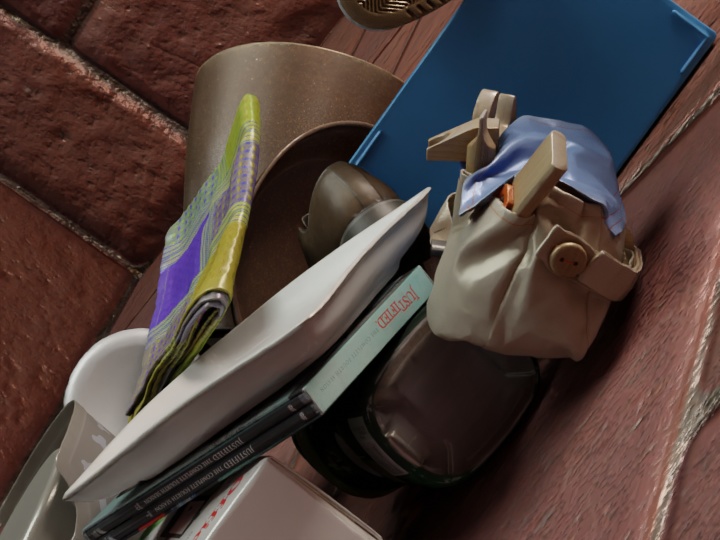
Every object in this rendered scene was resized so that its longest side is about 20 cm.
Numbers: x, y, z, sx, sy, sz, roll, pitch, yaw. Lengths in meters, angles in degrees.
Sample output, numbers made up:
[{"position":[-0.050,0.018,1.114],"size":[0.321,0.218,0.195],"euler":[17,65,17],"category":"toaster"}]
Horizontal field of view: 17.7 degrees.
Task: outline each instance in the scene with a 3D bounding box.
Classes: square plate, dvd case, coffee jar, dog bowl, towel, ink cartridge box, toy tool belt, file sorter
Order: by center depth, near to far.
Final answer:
[{"position":[0.094,-0.042,1.251],"size":[0.200,0.124,0.124],"euler":[-86,3,-68],"category":"toy tool belt"},{"position":[-0.055,0.045,1.293],"size":[0.200,0.028,0.198],"euler":[-36,5,30],"category":"square plate"},{"position":[-0.057,0.079,1.295],"size":[0.200,0.022,0.146],"euler":[-33,8,39],"category":"dvd case"},{"position":[-0.083,0.184,1.295],"size":[0.146,0.084,0.200],"euler":[-54,9,-14],"category":"ink cartridge box"},{"position":[0.026,0.078,1.348],"size":[0.104,0.085,0.200],"euler":[-49,7,-16],"category":"coffee jar"},{"position":[-0.197,0.181,1.408],"size":[0.201,0.058,0.200],"euler":[-59,10,17],"category":"dog bowl"},{"position":[0.106,-0.116,1.473],"size":[0.200,0.138,0.123],"euler":[-54,6,11],"category":"file sorter"},{"position":[-0.105,-0.005,1.484],"size":[0.201,0.023,0.144],"euler":[-82,19,-45],"category":"towel"}]

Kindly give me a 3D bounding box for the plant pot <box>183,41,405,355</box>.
[{"position":[-0.053,-0.027,1.640],"size":[0.187,0.186,0.201],"euler":[-40,31,60],"category":"plant pot"}]

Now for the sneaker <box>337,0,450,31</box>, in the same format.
[{"position":[0.052,-0.215,1.430],"size":[0.200,0.070,0.108],"euler":[-48,5,-14],"category":"sneaker"}]

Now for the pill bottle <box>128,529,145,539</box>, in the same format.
[{"position":[-0.144,0.219,1.566],"size":[0.117,0.116,0.200],"euler":[-60,-2,-29],"category":"pill bottle"}]

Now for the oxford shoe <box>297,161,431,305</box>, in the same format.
[{"position":[0.000,0.000,1.461],"size":[0.072,0.085,0.200],"euler":[-27,-30,-21],"category":"oxford shoe"}]

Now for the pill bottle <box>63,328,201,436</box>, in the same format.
[{"position":[-0.143,0.107,1.624],"size":[0.107,0.106,0.200],"euler":[-57,-7,-8],"category":"pill bottle"}]

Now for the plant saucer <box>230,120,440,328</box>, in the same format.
[{"position":[-0.020,0.001,1.544],"size":[0.037,0.200,0.201],"euler":[4,55,46],"category":"plant saucer"}]
